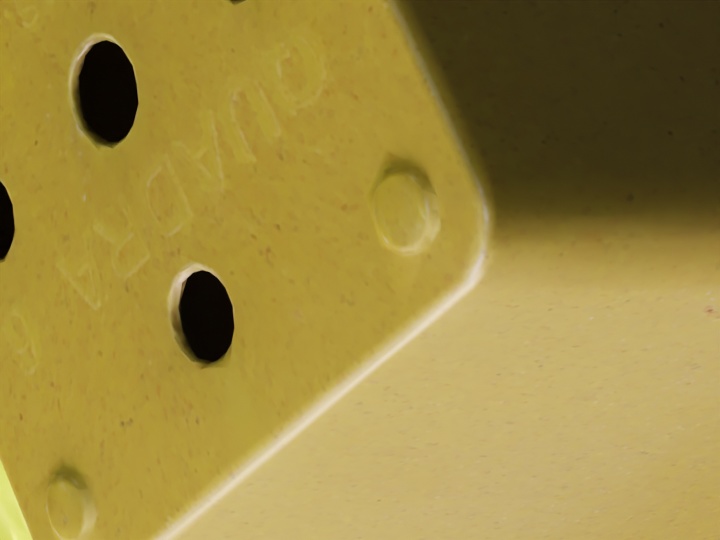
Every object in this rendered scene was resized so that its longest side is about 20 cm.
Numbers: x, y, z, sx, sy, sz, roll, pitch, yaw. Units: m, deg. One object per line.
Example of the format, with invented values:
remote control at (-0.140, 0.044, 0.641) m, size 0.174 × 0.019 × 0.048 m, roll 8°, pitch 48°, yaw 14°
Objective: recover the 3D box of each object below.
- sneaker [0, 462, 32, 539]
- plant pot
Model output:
sneaker at (-0.089, 0.101, 0.779) m, size 0.080 × 0.074 × 0.201 m, roll -14°, pitch 117°, yaw 12°
plant pot at (0.021, -0.041, 0.527) m, size 0.200 × 0.176 × 0.201 m, roll -41°, pitch 66°, yaw 43°
